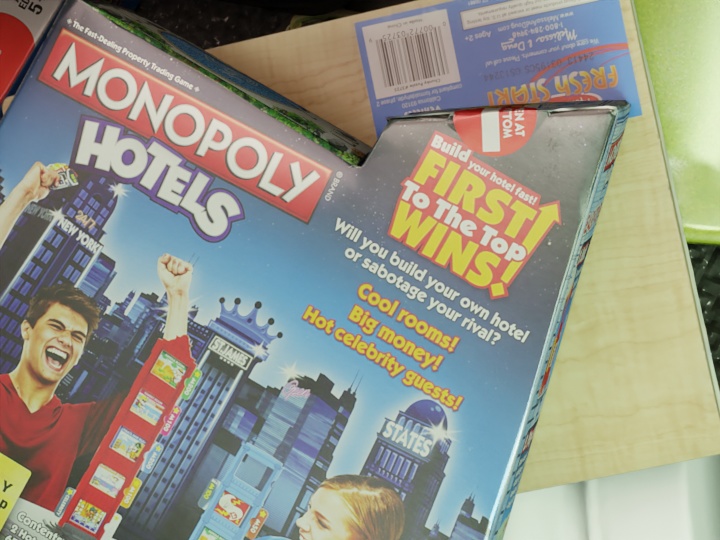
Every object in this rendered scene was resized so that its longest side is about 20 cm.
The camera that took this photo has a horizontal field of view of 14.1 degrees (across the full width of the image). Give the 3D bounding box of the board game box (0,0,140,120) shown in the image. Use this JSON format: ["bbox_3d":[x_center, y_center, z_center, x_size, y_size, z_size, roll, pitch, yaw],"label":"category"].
[{"bbox_3d":[-0.151,-0.177,1.087,0.195,0.056,0.201,29,87,20],"label":"board game box"}]

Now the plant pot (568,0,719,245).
[{"bbox_3d":[0.109,-0.104,0.934,0.199,0.200,0.194,4,90,17],"label":"plant pot"}]

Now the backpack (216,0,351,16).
[{"bbox_3d":[-0.065,-0.188,0.957,0.199,0.154,0.192,9,91,3],"label":"backpack"}]

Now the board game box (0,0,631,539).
[{"bbox_3d":[-0.017,0.012,0.845,0.199,0.062,0.200,31,98,4],"label":"board game box"}]

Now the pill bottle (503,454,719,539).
[{"bbox_3d":[0.018,0.101,0.942,0.199,0.114,0.115,-9,75,15],"label":"pill bottle"}]

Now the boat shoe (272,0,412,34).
[{"bbox_3d":[-0.005,-0.059,1.014,0.072,0.060,0.202,28,87,20],"label":"boat shoe"}]

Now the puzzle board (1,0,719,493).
[{"bbox_3d":[0.000,0.000,0.885,0.199,0.017,0.152,-12,91,13],"label":"puzzle board"}]
